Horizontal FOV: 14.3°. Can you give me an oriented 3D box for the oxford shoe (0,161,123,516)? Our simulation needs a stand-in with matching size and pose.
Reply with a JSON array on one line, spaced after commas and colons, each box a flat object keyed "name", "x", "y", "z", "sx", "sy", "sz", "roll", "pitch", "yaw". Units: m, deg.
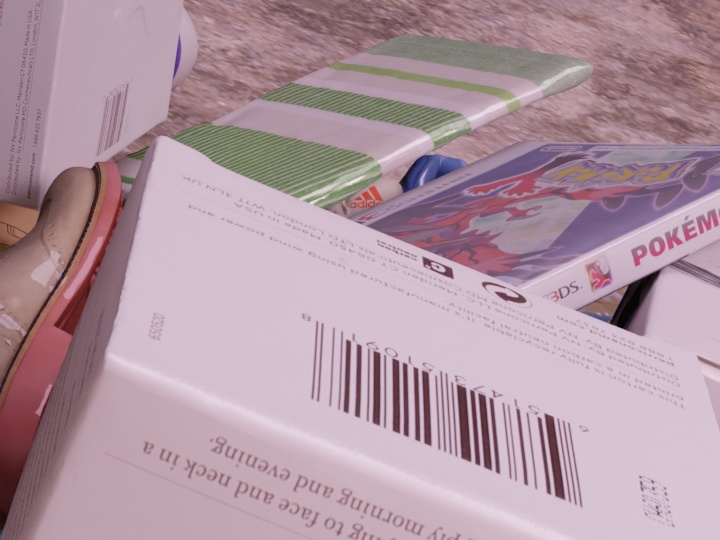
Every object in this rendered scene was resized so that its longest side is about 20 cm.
[{"name": "oxford shoe", "x": -0.136, "y": 0.012, "z": 1.078, "sx": 0.074, "sy": 0.071, "sz": 0.200, "roll": 12, "pitch": 30, "yaw": 1}]

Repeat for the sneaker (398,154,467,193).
[{"name": "sneaker", "x": 0.057, "y": 0.008, "z": 1.336, "sx": 0.077, "sy": 0.086, "sz": 0.200, "roll": 11, "pitch": 24, "yaw": -34}]

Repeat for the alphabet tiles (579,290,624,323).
[{"name": "alphabet tiles", "x": 0.148, "y": 0.050, "z": 1.457, "sx": 0.166, "sy": 0.006, "sz": 0.200, "roll": 7, "pitch": 25, "yaw": -40}]

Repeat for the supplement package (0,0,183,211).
[{"name": "supplement package", "x": -0.195, "y": -0.134, "z": 1.254, "sx": 0.199, "sy": 0.148, "sz": 0.191, "roll": 13, "pitch": 16, "yaw": 10}]

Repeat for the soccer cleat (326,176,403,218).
[{"name": "soccer cleat", "x": 0.000, "y": 0.000, "z": 1.299, "sx": 0.069, "sy": 0.078, "sz": 0.200, "roll": 17, "pitch": 20, "yaw": -20}]

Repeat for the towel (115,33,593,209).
[{"name": "towel", "x": -0.013, "y": -0.061, "z": 1.324, "sx": 0.199, "sy": 0.024, "sz": 0.152, "roll": -27, "pitch": 22, "yaw": -29}]

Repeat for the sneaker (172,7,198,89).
[{"name": "sneaker", "x": -0.194, "y": -0.130, "z": 1.432, "sx": 0.199, "sy": 0.081, "sz": 0.146, "roll": 31, "pitch": 28, "yaw": 9}]

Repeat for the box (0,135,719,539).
[{"name": "box", "x": -0.002, "y": 0.079, "z": 0.854, "sx": 0.198, "sy": 0.131, "sz": 0.200, "roll": 22, "pitch": 18, "yaw": -8}]

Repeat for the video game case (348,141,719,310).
[{"name": "video game case", "x": 0.061, "y": -0.015, "z": 1.186, "sx": 0.182, "sy": 0.023, "sz": 0.200, "roll": -25, "pitch": 16, "yaw": -31}]

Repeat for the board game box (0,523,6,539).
[{"name": "board game box", "x": -0.057, "y": 0.137, "z": 0.908, "sx": 0.150, "sy": 0.047, "sz": 0.200, "roll": 24, "pitch": 19, "yaw": -2}]

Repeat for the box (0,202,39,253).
[{"name": "box", "x": -0.142, "y": 0.004, "z": 1.204, "sx": 0.199, "sy": 0.021, "sz": 0.164, "roll": 25, "pitch": 18, "yaw": 5}]

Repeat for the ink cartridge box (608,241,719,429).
[{"name": "ink cartridge box", "x": 0.127, "y": 0.072, "z": 1.151, "sx": 0.086, "sy": 0.147, "sz": 0.200, "roll": 26, "pitch": 19, "yaw": 2}]
